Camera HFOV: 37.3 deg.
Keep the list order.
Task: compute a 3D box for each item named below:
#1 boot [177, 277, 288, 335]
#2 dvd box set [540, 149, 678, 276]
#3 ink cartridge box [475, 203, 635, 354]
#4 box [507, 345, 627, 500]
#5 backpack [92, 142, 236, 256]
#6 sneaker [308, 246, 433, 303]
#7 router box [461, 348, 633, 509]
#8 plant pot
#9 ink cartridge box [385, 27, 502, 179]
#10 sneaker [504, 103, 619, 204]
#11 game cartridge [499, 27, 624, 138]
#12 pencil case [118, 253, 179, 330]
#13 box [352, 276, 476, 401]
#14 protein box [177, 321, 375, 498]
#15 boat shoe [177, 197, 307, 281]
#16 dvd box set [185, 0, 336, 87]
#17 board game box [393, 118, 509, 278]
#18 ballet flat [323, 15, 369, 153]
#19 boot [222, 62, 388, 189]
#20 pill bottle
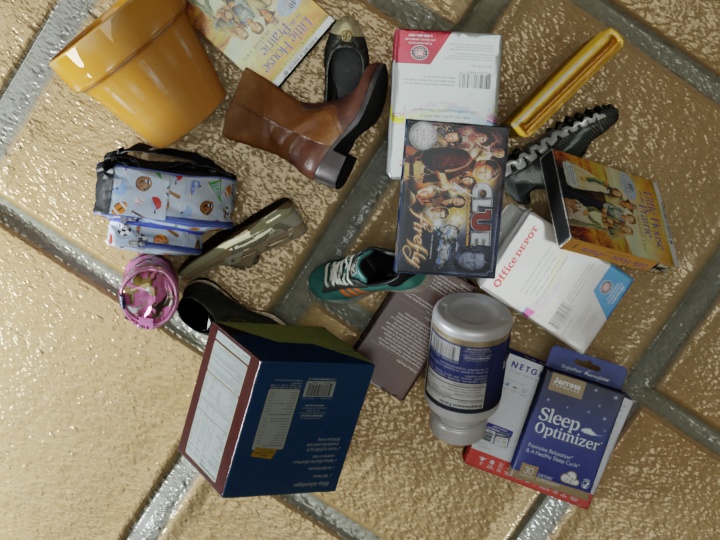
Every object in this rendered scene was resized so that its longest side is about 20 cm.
[{"bbox_3d":[-0.176,0.091,1.525,0.199,0.138,0.078,28,97,-4],"label":"boot"},{"bbox_3d":[0.343,-0.078,1.465,0.199,0.029,0.147,14,56,-29],"label":"dvd box set"},{"bbox_3d":[0.258,0.002,1.514,0.200,0.125,0.129,34,96,-4],"label":"ink cartridge box"},{"bbox_3d":[0.302,0.219,1.541,0.121,0.032,0.201,17,96,-1],"label":"box"},{"bbox_3d":[-0.267,-0.095,1.483,0.190,0.200,0.155,0,100,-6],"label":"backpack"},{"bbox_3d":[0.000,0.000,1.505,0.199,0.080,0.072,-8,69,32],"label":"sneaker"},{"bbox_3d":[0.275,0.233,1.583,0.199,0.049,0.180,20,98,-2],"label":"router box"},{"bbox_3d":[-0.288,-0.276,1.462,0.200,0.200,0.183,-38,111,5],"label":"plant pot"},{"bbox_3d":[0.112,-0.224,1.475,0.145,0.145,0.201,4,97,-1],"label":"ink cartridge box"},{"bbox_3d":[0.288,-0.161,1.525,0.200,0.066,0.091,-30,102,6],"label":"sneaker"},{"bbox_3d":[0.267,-0.248,1.443,0.176,0.200,0.032,-44,92,6],"label":"game cartridge"},{"bbox_3d":[-0.295,0.024,1.490,0.086,0.200,0.083,-32,103,-5],"label":"pencil case"},{"bbox_3d":[0.073,0.077,1.554,0.100,0.075,0.200,33,95,-4],"label":"box"},{"bbox_3d":[-0.118,0.192,1.485,0.198,0.135,0.201,6,108,-40],"label":"protein box"},{"bbox_3d":[-0.172,-0.030,1.544,0.200,0.072,0.065,-30,109,9],"label":"boat shoe"},{"bbox_3d":[-0.155,-0.367,1.518,0.200,0.029,0.146,42,96,-4],"label":"dvd box set"},{"bbox_3d":[0.119,-0.094,1.402,0.135,0.035,0.201,3,98,-5],"label":"board game box"},{"bbox_3d":[-0.022,-0.260,1.517,0.066,0.057,0.201,4,98,-1],"label":"ballet flat"},{"bbox_3d":[-0.076,-0.234,1.489,0.200,0.068,0.189,28,103,17],"label":"boot"},{"bbox_3d":[0.147,0.141,1.494,0.111,0.111,0.201,4,120,0],"label":"pill bottle"}]
